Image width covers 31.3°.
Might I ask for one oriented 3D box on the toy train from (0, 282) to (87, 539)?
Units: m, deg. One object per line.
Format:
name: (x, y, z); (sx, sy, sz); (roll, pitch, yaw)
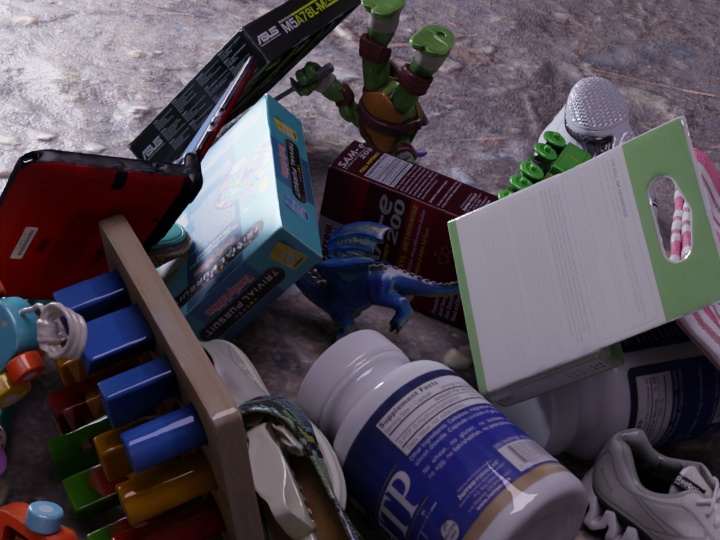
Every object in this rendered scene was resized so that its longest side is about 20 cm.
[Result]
toy train: (-0.212, 0.105, 0.821); (0.149, 0.202, 0.055); (18, 14, 29)

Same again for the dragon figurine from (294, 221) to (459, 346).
dragon figurine: (0.000, 0.000, 1.056); (0.198, 0.100, 0.059); (-13, 29, 25)

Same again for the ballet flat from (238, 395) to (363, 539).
ballet flat: (-0.037, 0.172, 0.817); (0.074, 0.074, 0.201); (-15, 66, -34)

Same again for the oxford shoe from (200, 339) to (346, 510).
oxford shoe: (-0.080, 0.117, 0.915); (0.058, 0.076, 0.200); (16, 22, -47)

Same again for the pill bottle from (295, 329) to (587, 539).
pill bottle: (0.049, 0.135, 0.903); (0.119, 0.120, 0.200); (-20, 46, -37)

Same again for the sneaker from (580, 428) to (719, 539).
sneaker: (0.249, 0.190, 0.925); (0.199, 0.082, 0.075); (33, 38, 23)

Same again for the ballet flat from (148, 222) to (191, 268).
ballet flat: (-0.236, -0.013, 1.057); (0.198, 0.066, 0.071); (6, 26, 5)

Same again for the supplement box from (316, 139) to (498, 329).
supplement box: (0.062, -0.025, 1.134); (0.199, 0.110, 0.061); (22, 36, 14)

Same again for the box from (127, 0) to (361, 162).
box: (-0.110, -0.192, 1.243); (0.048, 0.200, 0.193); (51, 40, -3)

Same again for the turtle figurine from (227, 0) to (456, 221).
turtle figurine: (0.000, -0.152, 1.216); (0.198, 0.195, 0.145); (1, 45, -22)

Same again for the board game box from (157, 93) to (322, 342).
board game box: (-0.106, -0.035, 1.062); (0.047, 0.151, 0.201); (36, 25, -30)

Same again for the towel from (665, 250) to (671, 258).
towel: (0.204, 0.007, 1.033); (0.147, 0.037, 0.199); (3, 11, 36)

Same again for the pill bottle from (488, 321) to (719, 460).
pill bottle: (0.208, 0.086, 1.021); (0.198, 0.116, 0.116); (-7, 40, -26)

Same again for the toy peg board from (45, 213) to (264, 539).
toy peg board: (-0.147, 0.109, 0.826); (0.097, 0.200, 0.200); (-22, 46, -18)

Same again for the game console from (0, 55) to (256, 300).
game console: (-0.180, -0.067, 0.913); (0.171, 0.200, 0.120); (5, 63, -27)

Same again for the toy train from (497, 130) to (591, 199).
toy train: (0.150, -0.061, 1.088); (0.056, 0.042, 0.200); (32, 37, 6)

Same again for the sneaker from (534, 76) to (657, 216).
sneaker: (0.235, -0.084, 1.304); (0.074, 0.115, 0.202); (-3, 72, -20)

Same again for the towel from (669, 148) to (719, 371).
towel: (0.295, 0.010, 1.002); (0.146, 0.030, 0.201); (42, 39, -20)

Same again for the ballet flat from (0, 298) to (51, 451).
ballet flat: (-0.277, 0.061, 0.950); (0.067, 0.069, 0.201); (4, 34, 0)

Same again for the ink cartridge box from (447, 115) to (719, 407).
ink cartridge box: (0.164, -0.003, 0.918); (0.048, 0.199, 0.147); (28, 46, -50)
